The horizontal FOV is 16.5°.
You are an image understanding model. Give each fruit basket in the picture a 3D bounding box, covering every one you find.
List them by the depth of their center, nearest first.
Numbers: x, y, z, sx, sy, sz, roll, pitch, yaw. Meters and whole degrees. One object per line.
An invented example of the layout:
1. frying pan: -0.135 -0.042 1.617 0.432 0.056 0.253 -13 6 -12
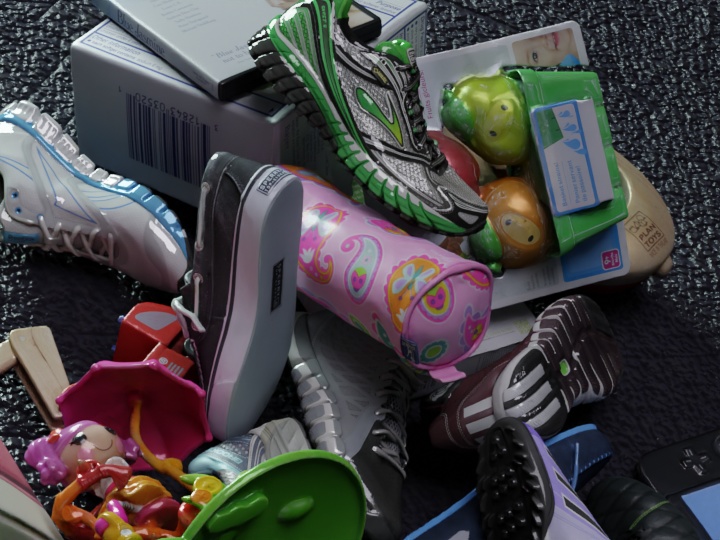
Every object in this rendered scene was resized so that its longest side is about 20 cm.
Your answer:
1. fruit basket: 0.081 -0.064 1.722 0.199 0.094 0.186 -14 94 -19

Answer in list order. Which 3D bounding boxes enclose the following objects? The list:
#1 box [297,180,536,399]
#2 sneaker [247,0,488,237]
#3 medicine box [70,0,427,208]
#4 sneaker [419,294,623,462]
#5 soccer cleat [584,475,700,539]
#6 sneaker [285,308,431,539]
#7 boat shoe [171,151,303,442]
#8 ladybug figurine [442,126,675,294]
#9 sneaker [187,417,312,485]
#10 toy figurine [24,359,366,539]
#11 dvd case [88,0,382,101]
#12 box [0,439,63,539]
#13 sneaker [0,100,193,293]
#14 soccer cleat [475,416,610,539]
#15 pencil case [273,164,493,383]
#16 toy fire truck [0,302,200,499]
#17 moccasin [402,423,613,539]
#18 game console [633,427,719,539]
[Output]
1. box: 0.023 0.002 1.789 0.144 0.036 0.200 -14 55 -30
2. sneaker: 0.016 -0.103 1.649 0.200 0.085 0.078 49 10 3
3. medicine box: -0.078 -0.138 1.808 0.182 0.103 0.200 22 41 26
4. sneaker: 0.100 0.078 1.713 0.200 0.115 0.076 -25 92 -62
5. soccer cleat: 0.195 0.212 1.614 0.081 0.068 0.200 16 37 -48
6. sneaker: 0.021 0.085 1.636 0.115 0.075 0.200 -23 51 2
7. boat shoe: -0.087 0.018 1.606 0.068 0.200 0.074 22 37 23
8. ladybug figurine: 0.143 -0.046 1.849 0.200 0.072 0.136 36 48 16
9. sneaker: -0.054 0.186 1.571 0.086 0.078 0.200 -14 46 -14
10. toy figurine: -0.129 0.131 1.486 0.200 0.150 0.184 -16 40 -37
11. dvd case: -0.100 -0.193 1.780 0.142 0.018 0.200 -25 44 -29
12. box: -0.287 0.119 1.479 0.128 0.109 0.200 -39 61 4
13. sneaker: -0.203 -0.033 1.727 0.200 0.075 0.087 33 54 23
14. soccer cleat: 0.134 0.184 1.562 0.073 0.068 0.200 -6 64 -37
15. pencil case: 0.000 0.000 1.631 0.087 0.088 0.200 -22 37 -34
16. toy fire truck: -0.196 0.079 1.627 0.141 0.049 0.200 28 45 9
17. moccasin: 0.096 0.177 1.629 0.200 0.081 0.068 -34 70 -24
18. game console: 0.315 0.153 1.686 0.172 0.119 0.200 -14 53 -30
